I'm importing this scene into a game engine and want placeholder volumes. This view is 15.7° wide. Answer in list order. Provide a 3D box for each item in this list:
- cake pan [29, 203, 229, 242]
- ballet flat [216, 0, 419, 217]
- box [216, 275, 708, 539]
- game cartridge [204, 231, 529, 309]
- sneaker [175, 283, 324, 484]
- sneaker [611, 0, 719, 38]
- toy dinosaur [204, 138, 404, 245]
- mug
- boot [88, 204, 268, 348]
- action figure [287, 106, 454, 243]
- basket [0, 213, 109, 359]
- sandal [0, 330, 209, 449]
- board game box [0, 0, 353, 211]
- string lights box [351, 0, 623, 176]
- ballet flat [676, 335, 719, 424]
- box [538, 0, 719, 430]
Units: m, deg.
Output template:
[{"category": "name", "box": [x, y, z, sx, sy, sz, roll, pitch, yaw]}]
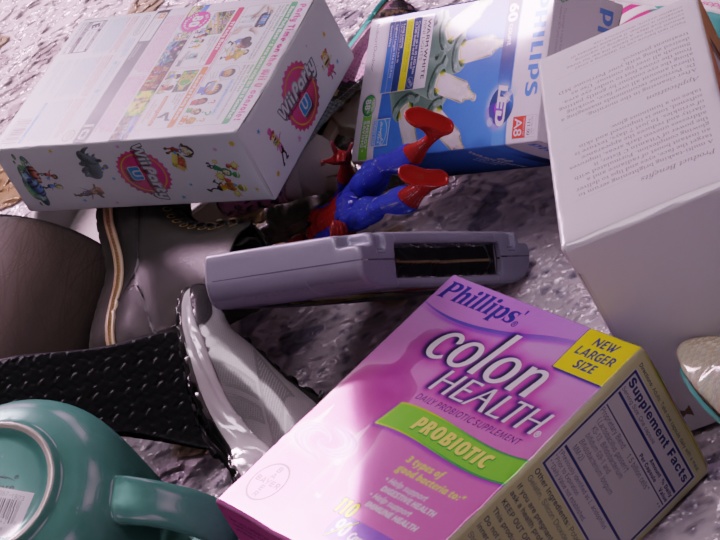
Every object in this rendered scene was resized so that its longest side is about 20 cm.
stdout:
[{"category": "cake pan", "box": [-0.152, -0.065, 1.937, 0.200, 0.037, 0.201, -22, 33, 15]}, {"category": "ballet flat", "box": [-0.014, -0.101, 1.784, 0.071, 0.069, 0.200, 38, 74, 15]}, {"category": "box", "box": [0.055, 0.118, 1.444, 0.200, 0.097, 0.176, -42, 32, -18]}, {"category": "game cartridge", "box": [0.000, 0.000, 1.612, 0.133, 0.041, 0.200, -3, -1, 34]}, {"category": "sneaker", "box": [-0.057, 0.088, 1.577, 0.079, 0.074, 0.200, -23, 58, -10]}, {"category": "sneaker", "box": [0.160, -0.125, 1.718, 0.200, 0.084, 0.121, 6, 37, 43]}, {"category": "toy dinosaur", "box": [-0.024, -0.066, 1.824, 0.199, 0.048, 0.088, -25, 46, 6]}, {"category": "mug", "box": [-0.182, 0.145, 1.548, 0.185, 0.114, 0.152, -34, 52, 1]}, {"category": "boot", "box": [-0.106, -0.025, 1.731, 0.138, 0.077, 0.201, -31, 48, 37]}, {"category": "action figure", "box": [-0.002, -0.045, 1.709, 0.200, 0.052, 0.066, 137, 139, -59]}, {"category": "basket", "box": [-0.250, 0.080, 1.731, 0.180, 0.136, 0.200, 3, 44, 5]}, {"category": "sandal", "box": [-0.145, 0.076, 1.651, 0.200, 0.076, 0.048, 0, -6, -7]}, {"category": "board game box", "box": [-0.125, -0.112, 1.747, 0.199, 0.064, 0.148, -3, 42, 32]}, {"category": "string lights box", "box": [0.080, -0.119, 1.690, 0.200, 0.059, 0.103, -4, 76, 55]}, {"category": "ballet flat", "box": [0.236, 0.078, 1.345, 0.067, 0.063, 0.200, 0, 34, -34]}, {"category": "box", "box": [0.185, -0.033, 1.492, 0.106, 0.152, 0.200, -22, 33, 14]}]
